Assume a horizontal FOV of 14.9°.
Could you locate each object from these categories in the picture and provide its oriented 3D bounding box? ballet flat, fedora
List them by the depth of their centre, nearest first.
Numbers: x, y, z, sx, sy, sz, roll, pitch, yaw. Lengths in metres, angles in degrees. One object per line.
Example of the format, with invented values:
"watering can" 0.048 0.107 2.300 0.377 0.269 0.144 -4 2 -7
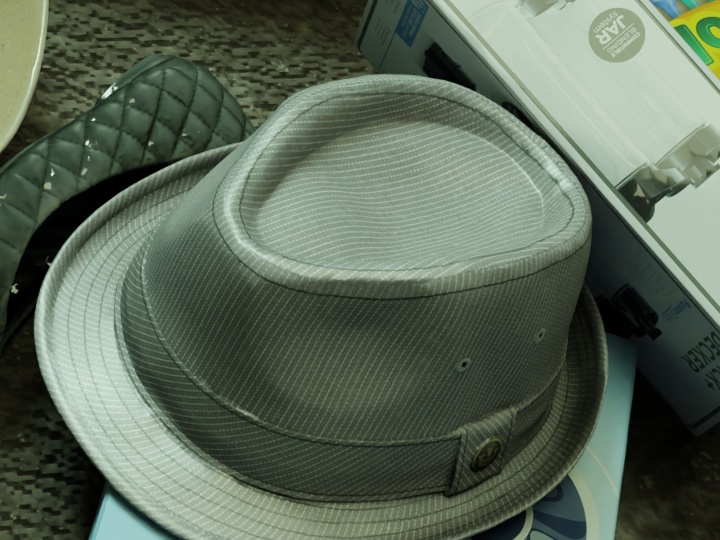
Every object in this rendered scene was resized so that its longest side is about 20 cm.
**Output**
"fedora" 0.000 0.000 0.906 0.200 0.090 0.177 -12 53 -30
"ballet flat" -0.099 -0.014 0.963 0.057 0.066 0.200 36 46 8

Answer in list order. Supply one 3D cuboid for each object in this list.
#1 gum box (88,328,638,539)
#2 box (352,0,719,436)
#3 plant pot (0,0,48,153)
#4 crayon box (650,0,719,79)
"gum box" 0.000 0.081 0.927 0.170 0.045 0.200 18 45 -4
"box" 0.089 -0.041 0.985 0.060 0.117 0.200 -40 86 -13
"plant pot" -0.214 -0.121 0.954 0.134 0.200 0.200 -7 40 22
"crayon box" 0.117 -0.128 1.157 0.200 0.058 0.173 -18 57 -32
